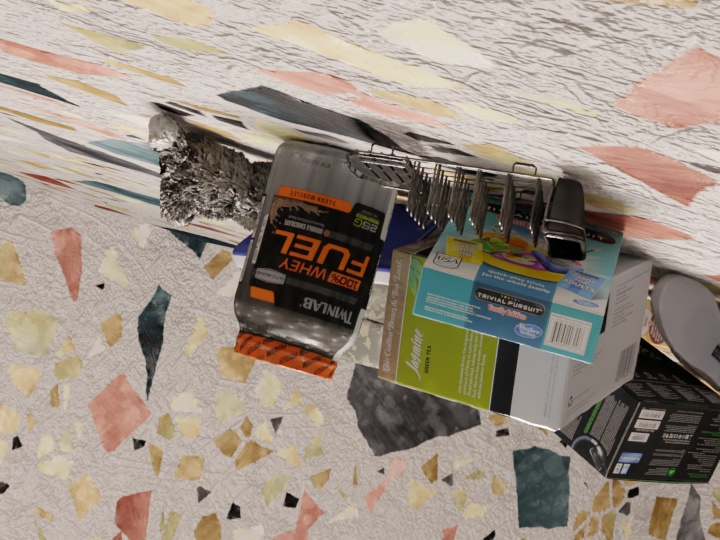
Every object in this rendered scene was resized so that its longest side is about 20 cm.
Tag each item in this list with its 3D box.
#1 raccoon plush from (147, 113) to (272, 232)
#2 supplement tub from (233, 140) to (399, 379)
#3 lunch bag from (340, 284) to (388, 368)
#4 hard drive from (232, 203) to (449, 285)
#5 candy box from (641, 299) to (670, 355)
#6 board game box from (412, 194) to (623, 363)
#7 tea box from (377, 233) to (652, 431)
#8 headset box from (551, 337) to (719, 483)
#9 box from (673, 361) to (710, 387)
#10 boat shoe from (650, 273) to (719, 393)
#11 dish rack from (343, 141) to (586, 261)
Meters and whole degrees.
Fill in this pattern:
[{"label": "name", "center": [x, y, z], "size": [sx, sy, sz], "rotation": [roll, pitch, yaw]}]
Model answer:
[{"label": "raccoon plush", "center": [-0.133, -0.089, 1.513], "size": [0.132, 0.098, 0.200], "rotation": [8, 175, 6]}, {"label": "supplement tub", "center": [-0.045, -0.009, 1.394], "size": [0.121, 0.202, 0.123], "rotation": [15, 177, 1]}, {"label": "lunch bag", "center": [0.000, 0.000, 1.689], "size": [0.198, 0.169, 0.139], "rotation": [16, -145, 25]}, {"label": "hard drive", "center": [-0.015, -0.033, 1.549], "size": [0.198, 0.026, 0.132], "rotation": [6, -149, 34]}, {"label": "candy box", "center": [0.406, 0.079, 1.793], "size": [0.199, 0.056, 0.115], "rotation": [13, 176, 39]}, {"label": "board game box", "center": [0.139, 0.000, 1.290], "size": [0.149, 0.047, 0.200], "rotation": [15, -156, 8]}, {"label": "tea box", "center": [0.151, 0.045, 1.466], "size": [0.195, 0.135, 0.199], "rotation": [16, -163, 28]}, {"label": "headset box", "center": [0.274, 0.135, 1.631], "size": [0.173, 0.093, 0.200], "rotation": [9, -158, -39]}, {"label": "box", "center": [0.459, 0.139, 1.740], "size": [0.198, 0.021, 0.163], "rotation": [12, 175, 27]}, {"label": "boat shoe", "center": [0.352, 0.070, 1.607], "size": [0.200, 0.074, 0.065], "rotation": [50, 167, -34]}, {"label": "dish rack", "center": [0.085, -0.055, 1.202], "size": [0.198, 0.055, 0.153], "rotation": [10, 175, 10]}]
